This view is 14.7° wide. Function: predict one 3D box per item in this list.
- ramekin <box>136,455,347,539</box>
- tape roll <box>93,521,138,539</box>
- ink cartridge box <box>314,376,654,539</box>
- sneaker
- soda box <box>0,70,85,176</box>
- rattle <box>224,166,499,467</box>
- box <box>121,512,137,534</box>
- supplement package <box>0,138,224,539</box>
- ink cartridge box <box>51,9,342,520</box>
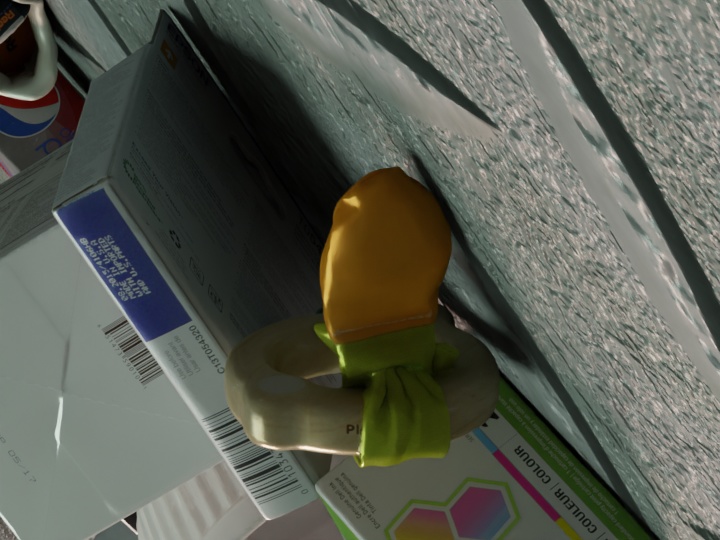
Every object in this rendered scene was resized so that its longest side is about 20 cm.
[{"bbox_3d":[-0.032,0.143,1.589,0.105,0.200,0.200,57,176,39],"label":"ramekin"},{"bbox_3d":[-0.074,0.204,1.792,0.200,0.066,0.200,28,-164,-9],"label":"tape roll"},{"bbox_3d":[0.028,0.163,1.317,0.148,0.200,0.076,46,169,29],"label":"ink cartridge box"},{"bbox_3d":[-0.259,-0.187,1.789,0.200,0.078,0.079,45,-178,-38],"label":"sneaker"},{"bbox_3d":[-0.199,-0.075,1.888,0.200,0.070,0.063,48,169,25],"label":"soda box"},{"bbox_3d":[0.000,0.000,1.289,0.200,0.130,0.143,-63,-41,-67],"label":"rattle"},{"bbox_3d":[-0.177,0.075,1.711,0.159,0.046,0.200,47,-179,-31],"label":"box"},{"bbox_3d":[-0.135,0.022,1.499,0.152,0.150,0.200,54,-159,-14],"label":"supplement package"},{"bbox_3d":[-0.074,-0.006,1.395,0.197,0.043,0.200,56,-163,-22],"label":"ink cartridge box"}]
